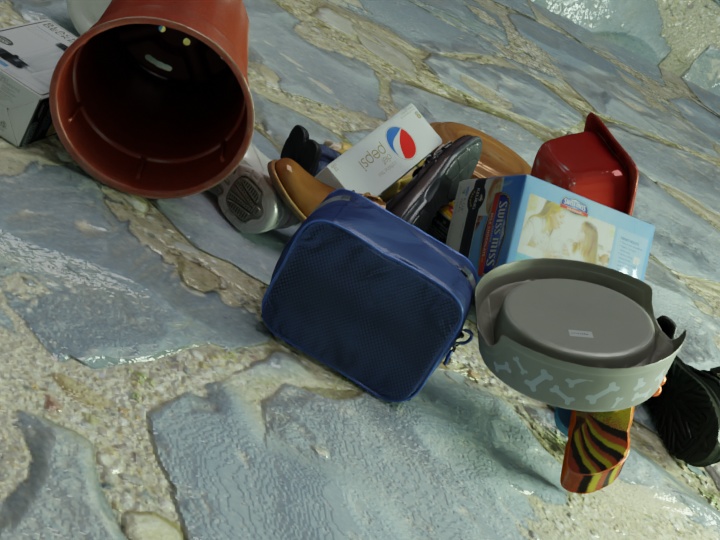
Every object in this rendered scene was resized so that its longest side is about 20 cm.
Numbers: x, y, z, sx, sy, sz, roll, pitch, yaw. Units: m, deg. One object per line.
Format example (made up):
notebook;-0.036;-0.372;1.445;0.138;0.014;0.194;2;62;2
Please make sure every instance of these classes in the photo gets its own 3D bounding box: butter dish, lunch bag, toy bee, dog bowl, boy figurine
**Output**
butter dish;0.274;-0.091;1.931;0.147;0.200;0.200;-1;30;-11
lunch bag;0.019;0.021;1.371;0.200;0.136;0.132;32;22;-2
toy bee;0.248;0.124;1.413;0.108;0.201;0.131;5;-18;-1
dog bowl;0.201;0.061;1.350;0.199;0.059;0.200;5;29;-3
boy figurine;0.004;-0.120;1.763;0.199;0.065;0.124;9;28;-35

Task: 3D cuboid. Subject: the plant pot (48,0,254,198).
plant pot;-0.196;-0.210;1.467;0.200;0.201;0.196;25;34;-13

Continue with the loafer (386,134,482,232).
loafer;0.075;-0.101;1.709;0.063;0.072;0.200;23;54;22

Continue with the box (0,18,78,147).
box;-0.340;-0.199;1.499;0.116;0.060;0.200;33;22;7

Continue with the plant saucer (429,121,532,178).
plant saucer;0.185;-0.164;2.130;0.200;0.032;0.200;25;22;-11

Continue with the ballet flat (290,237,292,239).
ballet flat;0.000;0.000;1.491;0.200;0.066;0.057;22;29;-39

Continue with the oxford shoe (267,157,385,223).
oxford shoe;-0.016;-0.065;1.529;0.200;0.071;0.071;37;28;-30

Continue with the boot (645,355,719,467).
boot;0.414;0.167;1.633;0.157;0.080;0.211;23;22;-18

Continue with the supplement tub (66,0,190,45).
supplement tub;-0.254;-0.342;1.805;0.145;0.145;0.200;39;23;21

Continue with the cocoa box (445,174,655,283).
cocoa box;0.213;-0.017;1.647;0.199;0.134;0.131;18;-9;-29

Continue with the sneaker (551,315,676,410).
sneaker;0.276;0.098;1.571;0.071;0.080;0.200;41;39;24

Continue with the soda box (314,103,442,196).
soda box;0.013;-0.119;1.666;0.064;0.068;0.200;50;42;-2

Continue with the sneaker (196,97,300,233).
sneaker;-0.132;-0.109;1.569;0.099;0.078;0.200;10;38;-55

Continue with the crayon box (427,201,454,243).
crayon box;0.151;-0.049;1.810;0.127;0.051;0.200;42;24;29
